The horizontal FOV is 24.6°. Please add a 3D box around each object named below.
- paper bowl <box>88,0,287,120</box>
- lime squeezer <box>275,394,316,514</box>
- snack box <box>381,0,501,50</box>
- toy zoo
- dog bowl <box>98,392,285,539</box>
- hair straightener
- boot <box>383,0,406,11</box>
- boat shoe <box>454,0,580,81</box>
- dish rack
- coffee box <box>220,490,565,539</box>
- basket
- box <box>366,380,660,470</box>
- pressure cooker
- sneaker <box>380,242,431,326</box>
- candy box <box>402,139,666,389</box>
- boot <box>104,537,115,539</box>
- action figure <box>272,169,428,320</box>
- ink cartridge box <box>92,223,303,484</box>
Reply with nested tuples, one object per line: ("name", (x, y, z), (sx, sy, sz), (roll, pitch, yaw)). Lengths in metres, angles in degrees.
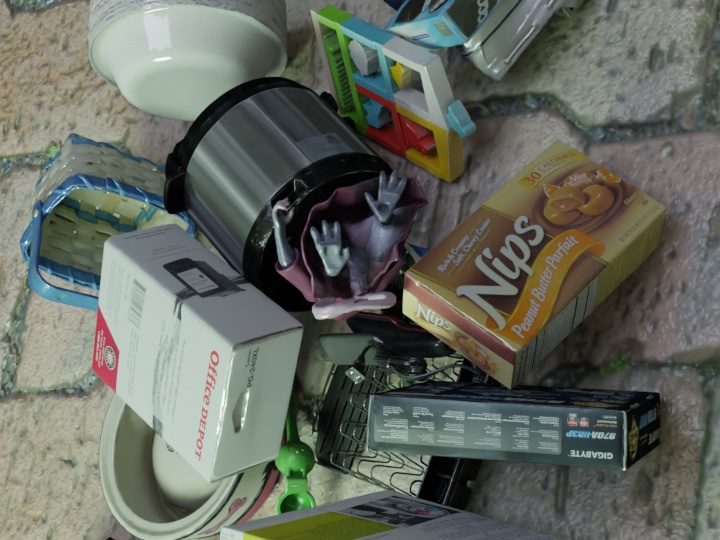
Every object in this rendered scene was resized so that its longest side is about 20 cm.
("paper bowl", (-0.173, -0.223, 1.658), (0.200, 0.200, 0.105), (-18, 63, 33))
("lime squeezer", (-0.064, 0.201, 1.501), (0.071, 0.038, 0.201), (137, 135, -58))
("snack box", (0.113, -0.281, 1.484), (0.200, 0.037, 0.116), (-52, 22, -17))
("toy zoo", (0.033, -0.161, 1.523), (0.020, 0.132, 0.200), (-35, 44, -23))
("dog bowl", (-0.156, 0.166, 1.584), (0.200, 0.074, 0.201), (-15, 66, 35))
("hair straightener", (0.027, 0.077, 1.384), (0.077, 0.041, 0.200), (-44, 31, -25))
("boot", (0.091, -0.328, 1.579), (0.090, 0.073, 0.200), (47, 112, 31))
("boat shoe", (0.170, -0.255, 1.483), (0.200, 0.065, 0.074), (-45, 12, 3))
("dish rack", (0.033, 0.126, 1.457), (0.200, 0.054, 0.154), (16, 83, 42))
("coffee box", (0.022, 0.298, 1.272), (0.197, 0.200, 0.201), (9, 97, 41))
("basket", (-0.250, -0.028, 1.664), (0.139, 0.176, 0.200), (-51, 33, 29))
("box", (0.123, 0.116, 1.278), (0.199, 0.159, 0.046), (2, 91, 18))
("pressure cooker", (-0.074, -0.082, 1.541), (0.179, 0.176, 0.200), (-50, 54, 10))
("sneaker", (0.084, 0.023, 1.447), (0.200, 0.089, 0.079), (29, 114, 59))
("candy box", (0.141, -0.009, 1.330), (0.115, 0.055, 0.200), (35, 59, 25))
("boot", (-0.220, 0.323, 1.581), (0.198, 0.073, 0.163), (-52, 46, 13))
("action figure", (0.000, 0.000, 1.379), (0.200, 0.133, 0.150), (110, 152, -64))
("ink cartridge box", (-0.149, 0.071, 1.471), (0.200, 0.083, 0.146), (37, 127, 38))
